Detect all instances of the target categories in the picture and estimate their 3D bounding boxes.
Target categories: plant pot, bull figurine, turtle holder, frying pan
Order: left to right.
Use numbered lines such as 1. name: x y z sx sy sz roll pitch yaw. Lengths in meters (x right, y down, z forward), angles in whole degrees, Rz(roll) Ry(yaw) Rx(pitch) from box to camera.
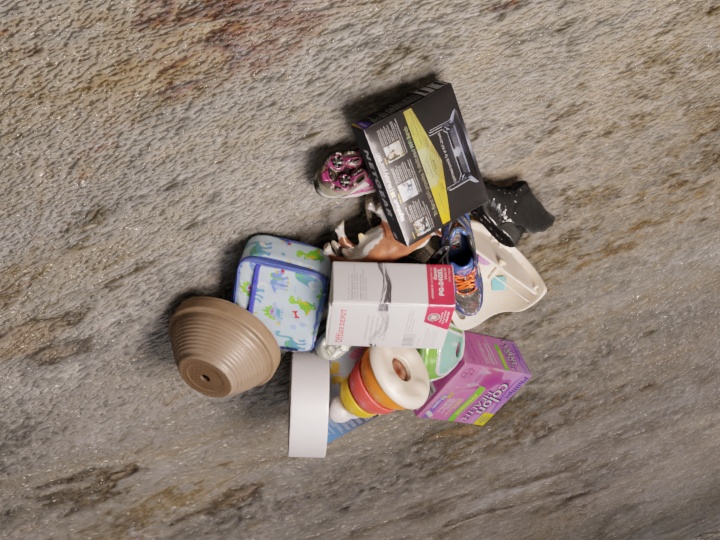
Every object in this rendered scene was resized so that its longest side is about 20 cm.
1. plant pot: -0.242 0.146 1.626 0.199 0.093 0.202 13 136 13
2. bull figurine: 0.036 -0.054 1.559 0.199 0.065 0.121 -38 119 18
3. turtle holder: 0.124 0.119 1.839 0.130 0.188 0.141 -1 168 -25
4. frying pan: 0.114 0.012 1.610 0.115 0.031 0.189 44 154 -23

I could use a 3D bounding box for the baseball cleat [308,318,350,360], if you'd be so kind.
1. baseball cleat: -0.010 0.084 1.705 0.199 0.106 0.070 -30 110 -24

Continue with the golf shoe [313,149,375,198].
1. golf shoe: 0.019 -0.160 1.518 0.198 0.073 0.092 -13 172 -20

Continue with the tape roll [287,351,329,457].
1. tape roll: -0.097 0.245 1.793 0.070 0.204 0.204 2 137 -5

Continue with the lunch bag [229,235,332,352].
1. lunch bag: -0.137 0.042 1.616 0.159 0.083 0.201 15 133 -2

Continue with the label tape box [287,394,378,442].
1. label tape box: -0.029 0.260 1.963 0.199 0.066 0.144 -30 141 4

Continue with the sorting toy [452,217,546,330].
1. sorting toy: 0.195 0.019 1.733 0.199 0.107 0.180 34 115 -19

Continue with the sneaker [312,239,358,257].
1. sneaker: -0.001 -0.002 1.681 0.198 0.060 0.105 -8 134 -24

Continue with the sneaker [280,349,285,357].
1. sneaker: -0.161 0.134 1.756 0.198 0.067 0.091 -21 145 2

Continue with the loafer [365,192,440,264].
1. loafer: 0.067 -0.075 1.631 0.075 0.069 0.201 -26 126 13

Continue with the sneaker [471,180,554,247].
1. sneaker: 0.246 -0.120 1.656 0.200 0.060 0.105 46 71 -22

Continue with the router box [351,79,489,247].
1. router box: 0.093 -0.161 1.463 0.156 0.052 0.202 -29 115 -15

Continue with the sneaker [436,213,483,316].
1. sneaker: 0.164 -0.007 1.605 0.074 0.079 0.202 -15 117 4

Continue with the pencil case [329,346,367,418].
1. pencil case: -0.016 0.178 1.814 0.090 0.083 0.202 -25 127 -40

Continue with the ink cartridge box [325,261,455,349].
1. ink cartridge box: 0.044 0.057 1.567 0.197 0.084 0.146 2 148 -4

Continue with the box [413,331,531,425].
1. box: 0.221 0.226 2.021 0.198 0.097 0.176 13 129 -37

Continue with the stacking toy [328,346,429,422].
1. stacking toy: 0.012 0.213 1.736 0.145 0.147 0.199 21 136 -41
